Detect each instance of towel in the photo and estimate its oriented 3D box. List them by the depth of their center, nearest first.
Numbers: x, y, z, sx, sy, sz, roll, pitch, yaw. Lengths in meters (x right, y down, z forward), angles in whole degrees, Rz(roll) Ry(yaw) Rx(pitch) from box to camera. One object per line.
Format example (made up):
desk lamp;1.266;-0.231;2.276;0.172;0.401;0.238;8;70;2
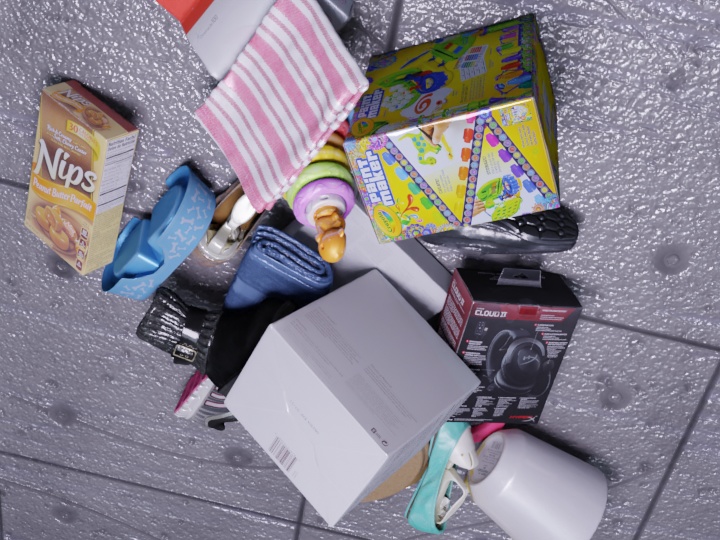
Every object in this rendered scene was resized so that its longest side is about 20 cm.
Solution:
towel;-0.087;-0.179;1.063;0.200;0.030;0.147;-47;68;31
towel;-0.105;0.028;1.246;0.110;0.049;0.201;30;141;-3

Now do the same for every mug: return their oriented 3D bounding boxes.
mug;0.215;0.304;1.372;0.152;0.150;0.187;35;122;-13

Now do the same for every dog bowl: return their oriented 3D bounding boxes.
dog bowl;-0.247;-0.040;1.249;0.049;0.113;0.200;30;125;-27

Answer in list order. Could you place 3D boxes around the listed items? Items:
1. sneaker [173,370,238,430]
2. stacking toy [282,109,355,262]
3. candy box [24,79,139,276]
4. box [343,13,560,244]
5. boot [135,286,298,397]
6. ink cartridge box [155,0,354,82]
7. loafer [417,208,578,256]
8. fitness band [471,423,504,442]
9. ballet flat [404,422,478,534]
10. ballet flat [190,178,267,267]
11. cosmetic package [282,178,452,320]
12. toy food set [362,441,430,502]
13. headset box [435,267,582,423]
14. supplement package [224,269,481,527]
sneaker;-0.174;0.154;1.390;0.087;0.074;0.200;32;125;-17
stacking toy;-0.046;-0.090;1.105;0.108;0.202;0.116;11;134;-33
candy box;-0.338;-0.110;1.220;0.115;0.055;0.202;36;129;19
box;0.101;-0.149;1.050;0.189;0.201;0.123;-10;123;18
boot;-0.180;0.064;1.227;0.157;0.080;0.211;38;135;-6
ink cartridge box;-0.130;-0.289;1.091;0.199;0.058;0.162;36;123;-20
loafer;0.156;-0.051;1.195;0.197;0.069;0.071;8;145;2
fitness band;0.103;0.178;1.378;0.196;0.038;0.146;10;123;2
ballet flat;0.119;0.260;1.343;0.070;0.067;0.203;24;109;23
ballet flat;-0.159;-0.061;1.239;0.067;0.068;0.200;32;124;-12
cosmetic package;0.000;0.000;1.262;0.150;0.052;0.200;-36;111;28
toy food set;0.002;0.241;1.362;0.196;0.049;0.200;-1;132;-5
headset box;0.170;0.087;1.240;0.146;0.078;0.203;3;121;-18
supplement package;-0.008;0.140;1.166;0.191;0.199;0.148;46;129;14
